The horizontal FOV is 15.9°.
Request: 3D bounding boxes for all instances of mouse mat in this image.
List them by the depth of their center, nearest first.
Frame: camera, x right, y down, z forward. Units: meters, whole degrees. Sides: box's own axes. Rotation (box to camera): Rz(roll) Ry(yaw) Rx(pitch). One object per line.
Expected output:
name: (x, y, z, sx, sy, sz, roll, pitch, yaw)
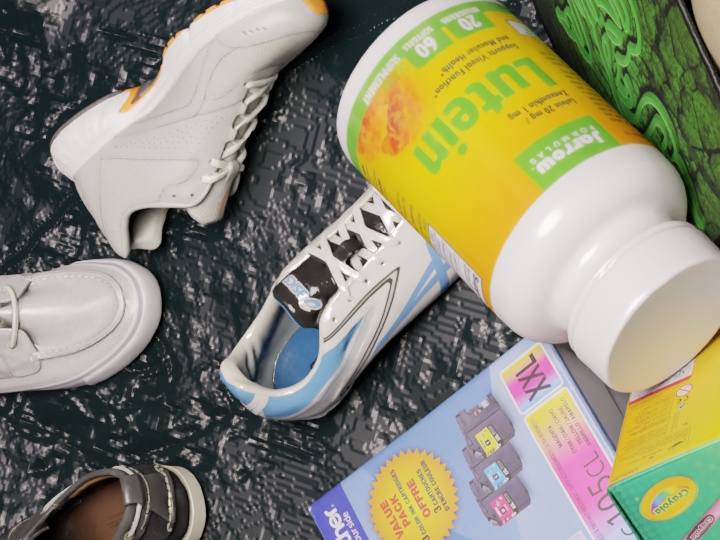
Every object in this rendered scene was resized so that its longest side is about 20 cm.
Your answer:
mouse mat: (0.136, -0.095, 1.268, 0.007, 0.161, 0.201, -15, 70, -15)

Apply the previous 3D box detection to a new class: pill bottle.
pill bottle: (0.087, -0.036, 1.248, 0.200, 0.111, 0.111, 47, 109, 32)

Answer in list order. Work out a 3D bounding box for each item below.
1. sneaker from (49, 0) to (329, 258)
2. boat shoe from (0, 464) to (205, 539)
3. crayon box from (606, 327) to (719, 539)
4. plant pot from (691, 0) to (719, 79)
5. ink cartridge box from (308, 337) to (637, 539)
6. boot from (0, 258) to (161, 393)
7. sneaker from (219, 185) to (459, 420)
sneaker: (-0.081, -0.080, 1.439, 0.200, 0.076, 0.092, -36, 74, 32)
boat shoe: (-0.182, 0.166, 1.471, 0.200, 0.067, 0.072, -32, 70, 27)
crayon box: (0.218, 0.053, 1.194, 0.199, 0.119, 0.058, -26, 111, 27)
plant pot: (0.230, -0.137, 1.190, 0.201, 0.199, 0.135, 65, 146, 20)
ink cartridge box: (0.067, 0.140, 1.312, 0.200, 0.076, 0.137, -41, 65, 24)
boot: (-0.217, 0.037, 1.489, 0.199, 0.095, 0.074, -18, 75, 29)
sneaker: (0.000, 0.000, 1.371, 0.072, 0.072, 0.200, 45, 107, 29)
